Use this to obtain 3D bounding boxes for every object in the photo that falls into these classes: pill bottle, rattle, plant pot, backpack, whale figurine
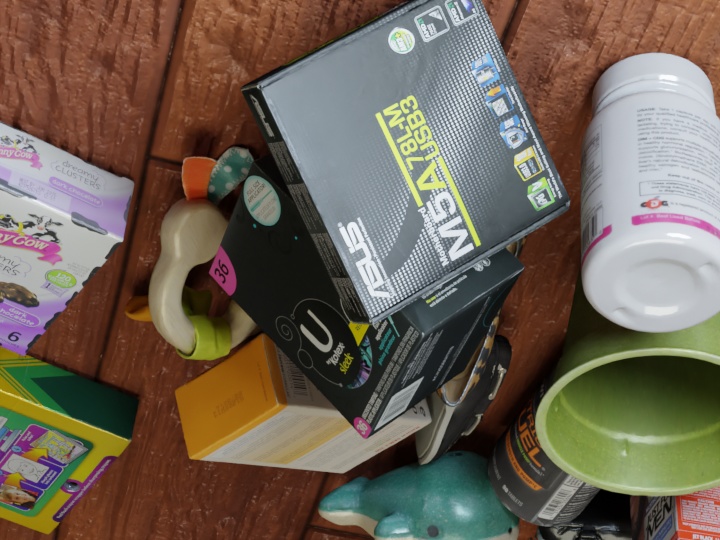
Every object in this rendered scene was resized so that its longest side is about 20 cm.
[{"bbox_3d":[0.225,-0.063,1.573,0.113,0.200,0.114,3,140,3],"label":"pill bottle"},{"bbox_3d":[-0.152,-0.033,1.791,0.130,0.143,0.201,-21,121,-13],"label":"rattle"},{"bbox_3d":[0.248,0.055,1.729,0.199,0.190,0.200,3,140,3],"label":"plant pot"},{"bbox_3d":[0.202,0.143,1.901,0.106,0.106,0.200,16,138,-13],"label":"pill bottle"},{"bbox_3d":[0.247,0.301,2.069,0.163,0.154,0.201,1,118,1],"label":"backpack"},{"bbox_3d":[0.058,0.221,2.009,0.199,0.159,0.104,9,105,31],"label":"whale figurine"}]

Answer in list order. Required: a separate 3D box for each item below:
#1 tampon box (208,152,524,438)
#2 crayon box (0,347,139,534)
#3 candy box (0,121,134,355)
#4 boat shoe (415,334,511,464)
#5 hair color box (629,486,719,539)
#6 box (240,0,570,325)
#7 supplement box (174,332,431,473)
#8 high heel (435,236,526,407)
[{"bbox_3d":[0.000,0.000,1.666,0.200,0.126,0.150,45,140,17],"label":"tampon box"},{"bbox_3d":[-0.338,0.164,2.016,0.172,0.058,0.200,24,135,-20],"label":"crayon box"},{"bbox_3d":[-0.316,-0.032,1.775,0.167,0.072,0.200,25,136,-22],"label":"candy box"},{"bbox_3d":[0.092,0.118,1.913,0.060,0.074,0.200,-2,144,-13],"label":"boat shoe"},{"bbox_3d":[0.293,0.204,1.888,0.064,0.200,0.111,11,139,-9],"label":"hair color box"},{"bbox_3d":[0.037,-0.091,1.542,0.047,0.193,0.200,-1,116,65],"label":"box"},{"bbox_3d":[-0.051,0.123,1.875,0.126,0.074,0.200,-32,151,35],"label":"supplement box"},{"bbox_3d":[0.101,0.015,1.732,0.071,0.143,0.200,11,139,-7],"label":"high heel"}]
